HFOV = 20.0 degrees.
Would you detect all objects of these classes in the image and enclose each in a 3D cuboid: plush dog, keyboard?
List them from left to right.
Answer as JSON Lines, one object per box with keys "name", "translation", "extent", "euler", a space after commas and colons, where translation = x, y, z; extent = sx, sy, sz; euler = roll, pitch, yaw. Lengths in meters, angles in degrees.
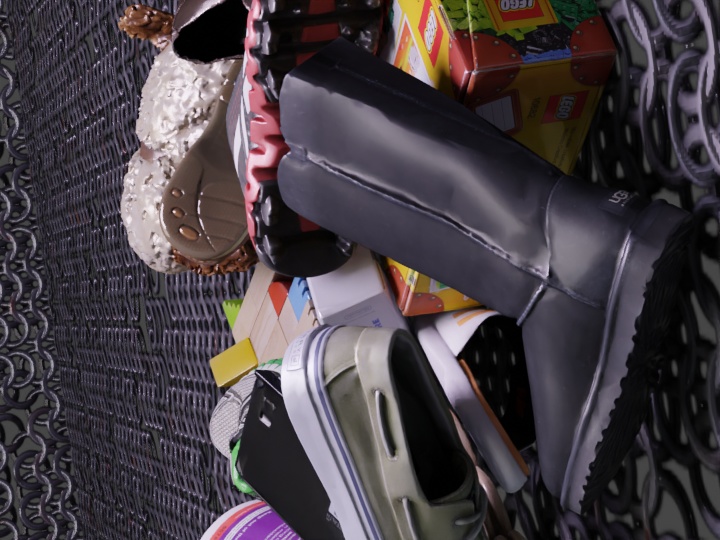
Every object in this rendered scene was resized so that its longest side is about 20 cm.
{"name": "plush dog", "translation": [-0.113, -0.080, 1.417], "extent": [0.173, 0.159, 0.200], "euler": [-71, 22, 6]}
{"name": "keyboard", "translation": [0.010, 0.126, 1.130], "extent": [0.200, 0.039, 0.105], "euler": [40, 129, 33]}

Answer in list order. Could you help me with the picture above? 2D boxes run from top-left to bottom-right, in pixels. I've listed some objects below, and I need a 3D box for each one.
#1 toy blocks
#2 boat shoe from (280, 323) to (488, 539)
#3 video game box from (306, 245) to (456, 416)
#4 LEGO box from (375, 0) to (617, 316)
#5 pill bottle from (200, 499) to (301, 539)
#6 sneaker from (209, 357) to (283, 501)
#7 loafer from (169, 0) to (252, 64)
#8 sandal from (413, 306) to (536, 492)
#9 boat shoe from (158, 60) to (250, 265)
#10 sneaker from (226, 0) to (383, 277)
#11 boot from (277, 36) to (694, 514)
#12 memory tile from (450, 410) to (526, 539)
{"name": "toy blocks", "translation": [-0.030, 0.055, 1.415], "extent": [0.137, 0.099, 0.201], "euler": [114, 143, -45]}
{"name": "boat shoe", "translation": [0.028, 0.111, 0.987], "extent": [0.062, 0.072, 0.201], "euler": [-7, 126, 36]}
{"name": "video game box", "translation": [0.000, 0.000, 1.202], "extent": [0.183, 0.046, 0.201], "euler": [66, -175, -50]}
{"name": "LEGO box", "translation": [0.050, -0.097, 1.049], "extent": [0.201, 0.076, 0.150], "euler": [105, 152, -54]}
{"name": "pill bottle", "translation": [-0.016, 0.205, 1.232], "extent": [0.199, 0.112, 0.114], "euler": [4, 102, 57]}
{"name": "sneaker", "translation": [-0.056, 0.105, 1.307], "extent": [0.200, 0.085, 0.079], "euler": [-3, 104, 65]}
{"name": "loafer", "translation": [-0.028, -0.148, 1.162], "extent": [0.199, 0.072, 0.073], "euler": [-11, 127, 38]}
{"name": "sandal", "translation": [0.077, 0.062, 1.070], "extent": [0.080, 0.059, 0.207], "euler": [60, -179, -14]}
{"name": "boat shoe", "translation": [-0.059, -0.092, 1.304], "extent": [0.201, 0.072, 0.068], "euler": [-56, -7, -8]}
{"name": "sneaker", "translation": [-0.033, -0.102, 1.062], "extent": [0.098, 0.070, 0.202], "euler": [-118, 28, -58]}
{"name": "boot", "translation": [0.045, 0.003, 0.951], "extent": [0.199, 0.066, 0.166], "euler": [25, 122, 22]}
{"name": "memory tile", "translation": [0.082, 0.181, 1.099], "extent": [0.154, 0.017, 0.201], "euler": [-120, 12, -50]}
